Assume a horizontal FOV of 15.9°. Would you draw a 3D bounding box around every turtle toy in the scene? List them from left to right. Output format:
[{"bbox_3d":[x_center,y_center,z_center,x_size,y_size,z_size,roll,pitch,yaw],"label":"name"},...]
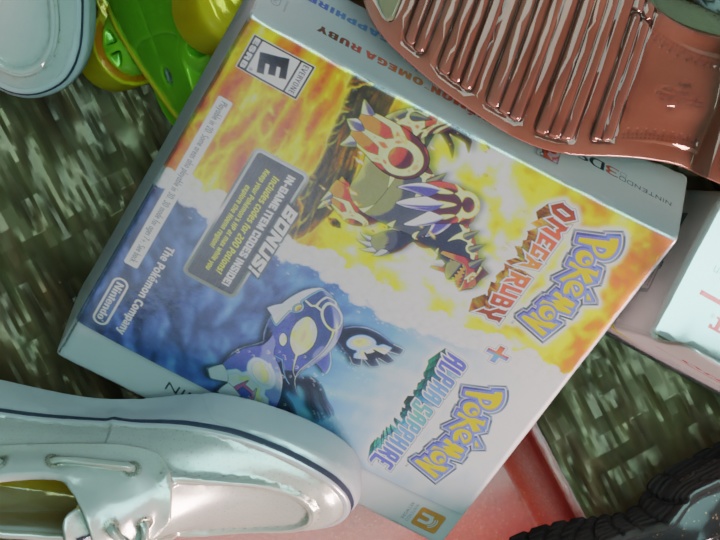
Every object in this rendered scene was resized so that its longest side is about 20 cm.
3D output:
[{"bbox_3d":[-0.054,-0.123,1.052,0.101,0.146,0.201,-22,97,-27],"label":"turtle toy"}]

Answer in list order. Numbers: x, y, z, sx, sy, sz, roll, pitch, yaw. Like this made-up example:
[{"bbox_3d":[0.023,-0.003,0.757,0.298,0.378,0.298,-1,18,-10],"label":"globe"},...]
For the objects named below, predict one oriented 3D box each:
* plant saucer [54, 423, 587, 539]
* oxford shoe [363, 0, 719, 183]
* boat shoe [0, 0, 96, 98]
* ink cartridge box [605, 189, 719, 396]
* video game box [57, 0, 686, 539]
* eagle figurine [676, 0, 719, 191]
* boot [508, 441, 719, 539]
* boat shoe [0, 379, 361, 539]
[{"bbox_3d":[-0.001,0.134,1.114,0.199,0.037,0.201,-29,97,-5],"label":"plant saucer"},{"bbox_3d":[0.090,-0.078,0.957,0.199,0.074,0.071,23,101,-14],"label":"oxford shoe"},{"bbox_3d":[-0.157,-0.158,0.998,0.072,0.066,0.201,-12,107,7],"label":"boat shoe"},{"bbox_3d":[0.166,0.021,1.048,0.117,0.200,0.068,28,89,-8],"label":"ink cartridge box"},{"bbox_3d":[0.000,0.000,1.010,0.182,0.047,0.200,25,130,-10],"label":"video game box"},{"bbox_3d":[0.189,-0.119,1.062,0.150,0.152,0.201,27,88,-25],"label":"eagle figurine"},{"bbox_3d":[0.122,0.164,1.083,0.199,0.070,0.132,-23,100,-2],"label":"boot"},{"bbox_3d":[-0.101,0.090,1.032,0.199,0.071,0.070,8,50,2],"label":"boat shoe"}]
